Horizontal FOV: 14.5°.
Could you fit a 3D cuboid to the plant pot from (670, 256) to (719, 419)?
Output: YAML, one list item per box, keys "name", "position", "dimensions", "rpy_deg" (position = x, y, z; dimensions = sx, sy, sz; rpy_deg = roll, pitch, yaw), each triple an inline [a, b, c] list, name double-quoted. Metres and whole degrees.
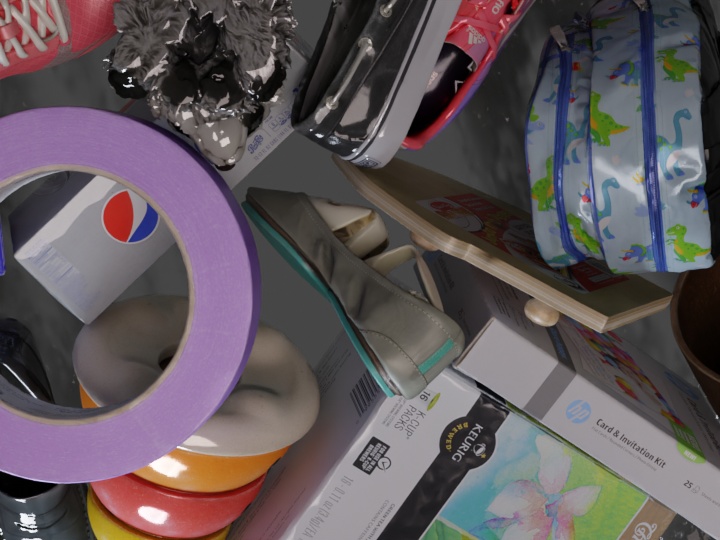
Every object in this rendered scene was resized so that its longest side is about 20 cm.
- name: "plant pot"
  position: [0.299, 0.080, 1.688]
  dimensions: [0.186, 0.187, 0.200]
  rpy_deg: [-23, 127, 0]

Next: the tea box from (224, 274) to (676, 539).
- name: "tea box"
  position: [0.044, 0.148, 1.683]
  dimensions: [0.196, 0.134, 0.200]
  rpy_deg: [31, 103, -18]

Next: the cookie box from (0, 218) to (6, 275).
- name: "cookie box"
  position: [-0.306, -0.077, 1.578]
  dimensions: [0.199, 0.075, 0.172]
  rpy_deg: [-6, 110, -7]

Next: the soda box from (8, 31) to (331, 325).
- name: "soda box"
  position: [-0.110, -0.066, 1.616]
  dimensions: [0.200, 0.068, 0.063]
  rpy_deg: [-43, 112, 9]

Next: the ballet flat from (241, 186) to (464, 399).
- name: "ballet flat"
  position: [0.000, 0.000, 1.597]
  dimensions: [0.064, 0.200, 0.067]
  rpy_deg: [-38, 132, -1]

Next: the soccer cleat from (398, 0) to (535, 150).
- name: "soccer cleat"
  position: [0.071, -0.154, 1.607]
  dimensions: [0.068, 0.073, 0.200]
  rpy_deg: [31, 102, -17]

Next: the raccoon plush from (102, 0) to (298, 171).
- name: "raccoon plush"
  position: [-0.070, -0.155, 1.501]
  dimensions: [0.096, 0.134, 0.201]
  rpy_deg: [13, 93, 3]

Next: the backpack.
- name: "backpack"
  position: [0.155, -0.070, 1.582]
  dimensions: [0.153, 0.200, 0.164]
  rpy_deg: [-4, 111, -8]

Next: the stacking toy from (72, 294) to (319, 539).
- name: "stacking toy"
  position: [-0.114, 0.127, 1.665]
  dimensions: [0.146, 0.146, 0.200]
  rpy_deg: [10, 121, -12]

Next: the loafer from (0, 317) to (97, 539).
- name: "loafer"
  position: [-0.198, 0.126, 1.672]
  dimensions: [0.068, 0.070, 0.201]
  rpy_deg: [-15, 112, -4]

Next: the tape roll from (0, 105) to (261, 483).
- name: "tape roll"
  position: [-0.155, 0.012, 1.526]
  dimensions: [0.199, 0.066, 0.201]
  rpy_deg: [0, 93, 3]

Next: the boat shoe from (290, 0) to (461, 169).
- name: "boat shoe"
  position: [0.012, -0.159, 1.568]
  dimensions: [0.068, 0.074, 0.200]
  rpy_deg: [24, 84, -27]

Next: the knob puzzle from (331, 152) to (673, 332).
- name: "knob puzzle"
  position: [0.067, -0.015, 1.602]
  dimensions: [0.219, 0.220, 0.031]
  rpy_deg: [23, 102, -16]

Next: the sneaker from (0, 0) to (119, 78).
- name: "sneaker"
  position: [-0.200, -0.121, 1.494]
  dimensions: [0.200, 0.087, 0.074]
  rpy_deg: [-20, 111, -3]

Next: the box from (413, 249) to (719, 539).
- name: "box"
  position: [0.130, 0.064, 1.653]
  dimensions: [0.200, 0.156, 0.041]
  rpy_deg: [35, 103, -18]
